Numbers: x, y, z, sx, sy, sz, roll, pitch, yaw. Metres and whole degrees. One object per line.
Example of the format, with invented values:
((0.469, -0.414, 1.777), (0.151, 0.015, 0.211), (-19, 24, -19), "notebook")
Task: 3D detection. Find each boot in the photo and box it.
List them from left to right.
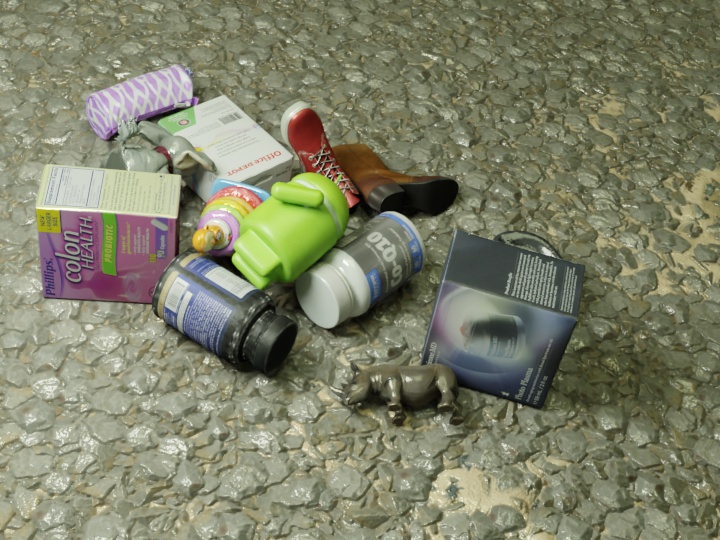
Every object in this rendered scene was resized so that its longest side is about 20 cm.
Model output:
((-0.056, -0.178, 1.755), (0.072, 0.201, 0.145), (-36, 58, -8), "boot")
((0.052, -0.165, 1.877), (0.186, 0.069, 0.200), (-17, 38, -27), "boot")

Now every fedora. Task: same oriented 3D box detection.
((0.264, 0.002, 1.711), (0.197, 0.092, 0.202), (6, 44, -6), "fedora")

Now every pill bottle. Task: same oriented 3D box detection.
((-0.193, 0.064, 1.535), (0.198, 0.113, 0.112), (30, 46, 17), "pill bottle")
((0.000, 0.000, 1.641), (0.113, 0.115, 0.199), (36, 49, 24), "pill bottle")

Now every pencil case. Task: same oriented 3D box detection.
((-0.386, -0.297, 1.886), (0.198, 0.084, 0.086), (-27, 79, -32), "pencil case")

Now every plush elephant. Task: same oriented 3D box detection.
((-0.325, -0.157, 1.700), (0.153, 0.202, 0.165), (-8, 38, -40), "plush elephant")

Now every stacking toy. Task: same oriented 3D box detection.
((-0.208, -0.062, 1.606), (0.108, 0.118, 0.200), (16, 15, 7), "stacking toy")

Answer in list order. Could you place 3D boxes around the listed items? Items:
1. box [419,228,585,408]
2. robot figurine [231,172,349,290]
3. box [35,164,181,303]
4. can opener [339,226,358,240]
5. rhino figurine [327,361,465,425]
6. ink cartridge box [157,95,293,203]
((0.201, 0.074, 1.550), (0.195, 0.202, 0.124), (16, 44, 5), "box")
((-0.098, -0.063, 1.571), (0.116, 0.176, 0.200), (42, 65, 13), "robot figurine")
((-0.365, -0.050, 1.565), (0.196, 0.178, 0.098), (4, 43, -8), "box")
((-0.092, -0.062, 1.740), (0.197, 0.053, 0.068), (12, 78, 2), "can opener")
((0.051, 0.170, 1.520), (0.196, 0.060, 0.088), (3, 47, -7), "rhino figurine")
((-0.229, -0.193, 1.807), (0.144, 0.085, 0.200), (-28, 57, -34), "ink cartridge box")
